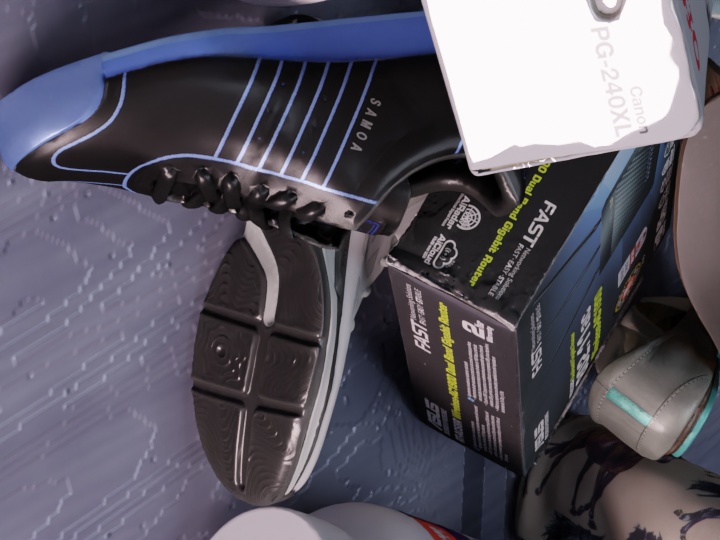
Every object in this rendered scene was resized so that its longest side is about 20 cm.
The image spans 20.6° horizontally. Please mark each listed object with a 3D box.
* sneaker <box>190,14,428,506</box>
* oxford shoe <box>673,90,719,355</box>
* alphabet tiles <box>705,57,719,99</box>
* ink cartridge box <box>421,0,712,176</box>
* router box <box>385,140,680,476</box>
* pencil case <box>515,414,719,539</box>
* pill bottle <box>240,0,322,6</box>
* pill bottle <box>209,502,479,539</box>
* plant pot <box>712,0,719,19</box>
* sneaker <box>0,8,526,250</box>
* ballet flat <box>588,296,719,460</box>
[{"bbox_3d":[0.000,0.000,0.834,0.115,0.076,0.201,4,97,-46],"label":"sneaker"},{"bbox_3d":[0.184,-0.005,0.935,0.071,0.071,0.200,-92,168,-57],"label":"oxford shoe"},{"bbox_3d":[0.215,-0.010,0.987,0.008,0.200,0.167,-23,123,-6],"label":"alphabet tiles"},{"bbox_3d":[0.071,-0.144,0.697,0.200,0.083,0.145,-69,146,-58],"label":"ink cartridge box"},{"bbox_3d":[0.081,-0.012,0.868,0.150,0.062,0.200,-57,163,-16],"label":"router box"},{"bbox_3d":[0.168,0.146,0.968,0.078,0.200,0.090,-12,117,-41],"label":"pencil case"},{"bbox_3d":[-0.037,-0.201,0.704,0.111,0.111,0.200,-39,127,-32],"label":"pill bottle"},{"bbox_3d":[0.017,0.165,0.876,0.200,0.111,0.112,27,82,-48],"label":"pill bottle"},{"bbox_3d":[0.213,-0.194,0.904,0.200,0.195,0.197,-45,148,-86],"label":"plant pot"},{"bbox_3d":[-0.032,-0.045,0.730,0.200,0.070,0.078,-10,79,-13],"label":"sneaker"},{"bbox_3d":[0.157,0.040,1.015,0.067,0.064,0.200,-61,171,18],"label":"ballet flat"}]
